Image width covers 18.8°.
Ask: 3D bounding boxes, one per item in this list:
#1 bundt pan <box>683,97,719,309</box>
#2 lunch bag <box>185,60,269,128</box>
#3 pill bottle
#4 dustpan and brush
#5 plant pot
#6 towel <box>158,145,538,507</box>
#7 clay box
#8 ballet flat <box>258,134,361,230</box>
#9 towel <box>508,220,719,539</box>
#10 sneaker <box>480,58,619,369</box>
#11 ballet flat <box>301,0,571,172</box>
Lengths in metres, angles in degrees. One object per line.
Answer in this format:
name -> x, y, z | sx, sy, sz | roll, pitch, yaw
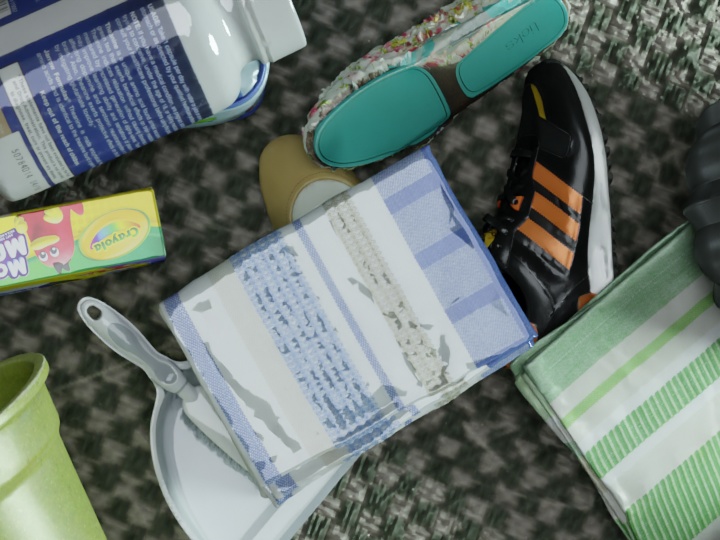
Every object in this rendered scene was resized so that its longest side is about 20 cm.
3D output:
bundt pan -> 0.273, -0.034, 1.365 | 0.201, 0.076, 0.203 | 16, 67, -43
lunch bag -> -0.134, -0.187, 1.363 | 0.160, 0.082, 0.202 | -6, 88, -3
pill bottle -> -0.138, -0.128, 1.265 | 0.199, 0.111, 0.112 | -24, 90, -2
dustpan and brush -> -0.100, 0.085, 1.367 | 0.200, 0.057, 0.140 | 41, 85, -3
plant pot -> -0.225, 0.180, 1.300 | 0.200, 0.200, 0.185 | -33, 102, -6
towel -> -0.008, 0.034, 1.337 | 0.199, 0.024, 0.147 | -31, 93, 2
clay box -> -0.220, -0.009, 1.332 | 0.199, 0.115, 0.048 | -12, 90, -5
ballet flat -> 0.000, 0.000, 1.379 | 0.068, 0.063, 0.201 | -29, 91, -12
towel -> 0.202, 0.091, 1.385 | 0.152, 0.023, 0.200 | -38, 110, -7
sneaker -> 0.110, -0.033, 1.384 | 0.089, 0.070, 0.202 | -7, 90, -15
ballet flat -> 0.044, -0.130, 1.391 | 0.199, 0.064, 0.076 | -30, 127, -10
